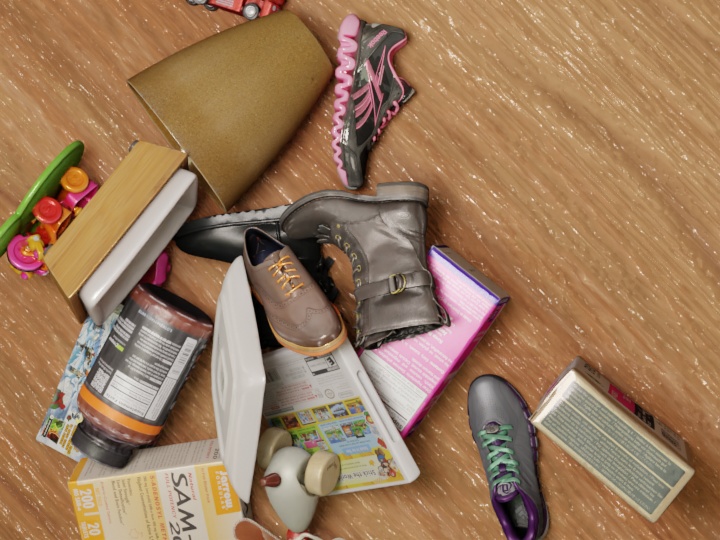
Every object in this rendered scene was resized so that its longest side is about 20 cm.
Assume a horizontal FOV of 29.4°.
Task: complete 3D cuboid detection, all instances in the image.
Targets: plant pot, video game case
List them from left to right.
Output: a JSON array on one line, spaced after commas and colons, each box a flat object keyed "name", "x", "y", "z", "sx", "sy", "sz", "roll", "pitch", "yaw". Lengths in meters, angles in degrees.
[{"name": "plant pot", "x": -0.135, "y": -0.201, "z": 1.573, "sx": 0.199, "sy": 0.186, "sz": 0.187, "roll": -38, "pitch": 83, "yaw": -7}, {"name": "video game case", "x": -0.039, "y": 0.166, "z": 1.546, "sx": 0.199, "sy": 0.023, "sz": 0.184, "roll": -20, "pitch": 101, "yaw": 51}]

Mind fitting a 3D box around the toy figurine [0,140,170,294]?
[{"name": "toy figurine", "x": -0.317, "y": -0.022, "z": 1.614, "sx": 0.183, "sy": 0.201, "sz": 0.150, "roll": 37, "pitch": 143, "yaw": -2}]

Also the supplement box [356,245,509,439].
[{"name": "supplement box", "x": 0.070, "y": 0.082, "z": 1.557, "sx": 0.103, "sy": 0.101, "sz": 0.201, "roll": 38, "pitch": 99, "yaw": 9}]

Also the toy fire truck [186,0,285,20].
[{"name": "toy fire truck", "x": -0.171, "y": -0.383, "z": 1.627, "sx": 0.197, "sy": 0.049, "sz": 0.143, "roll": 18, "pitch": 95, "yaw": 11}]

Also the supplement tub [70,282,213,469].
[{"name": "supplement tub", "x": -0.256, "y": 0.123, "z": 1.573, "sx": 0.106, "sy": 0.107, "sz": 0.202, "roll": 30, "pitch": 94, "yaw": 10}]

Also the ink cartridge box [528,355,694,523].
[{"name": "ink cartridge box", "x": 0.270, "y": 0.175, "z": 1.466, "sx": 0.164, "sy": 0.200, "sz": 0.075, "roll": 40, "pitch": 98, "yaw": 8}]

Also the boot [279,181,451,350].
[{"name": "boot", "x": 0.000, "y": 0.000, "z": 1.501, "sx": 0.197, "sy": 0.069, "sz": 0.177, "roll": -9, "pitch": 72, "yaw": 24}]

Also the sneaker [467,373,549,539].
[{"name": "sneaker", "x": 0.168, "y": 0.216, "z": 1.546, "sx": 0.073, "sy": 0.087, "sz": 0.203, "roll": -18, "pitch": 88, "yaw": 12}]

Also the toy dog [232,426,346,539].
[{"name": "toy dog", "x": -0.085, "y": 0.282, "z": 1.548, "sx": 0.130, "sy": 0.096, "sz": 0.203, "roll": -7, "pitch": 98, "yaw": 35}]

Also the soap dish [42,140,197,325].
[{"name": "soap dish", "x": -0.265, "y": -0.042, "z": 1.512, "sx": 0.081, "sy": 0.157, "sz": 0.201, "roll": 37, "pitch": 77, "yaw": 1}]

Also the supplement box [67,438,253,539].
[{"name": "supplement box", "x": -0.231, "y": 0.278, "z": 1.614, "sx": 0.197, "sy": 0.074, "sz": 0.128, "roll": -9, "pitch": 105, "yaw": 5}]

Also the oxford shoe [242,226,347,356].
[{"name": "oxford shoe", "x": -0.080, "y": 0.022, "z": 1.481, "sx": 0.071, "sy": 0.073, "sz": 0.200, "roll": -32, "pitch": 41, "yaw": -14}]

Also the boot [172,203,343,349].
[{"name": "boot", "x": -0.120, "y": 0.011, "z": 1.614, "sx": 0.195, "sy": 0.073, "sz": 0.165, "roll": -8, "pitch": 89, "yaw": 8}]

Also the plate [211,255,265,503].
[{"name": "plate", "x": -0.141, "y": 0.120, "z": 1.524, "sx": 0.032, "sy": 0.201, "sz": 0.201, "roll": -1, "pitch": 132, "yaw": -13}]

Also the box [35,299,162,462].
[{"name": "box", "x": -0.295, "y": 0.144, "z": 1.668, "sx": 0.136, "sy": 0.040, "sz": 0.202, "roll": 26, "pitch": 97, "yaw": 10}]

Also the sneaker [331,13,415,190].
[{"name": "sneaker", "x": 0.015, "y": -0.193, "z": 1.584, "sx": 0.094, "sy": 0.079, "sz": 0.203, "roll": 5, "pitch": 93, "yaw": 1}]
